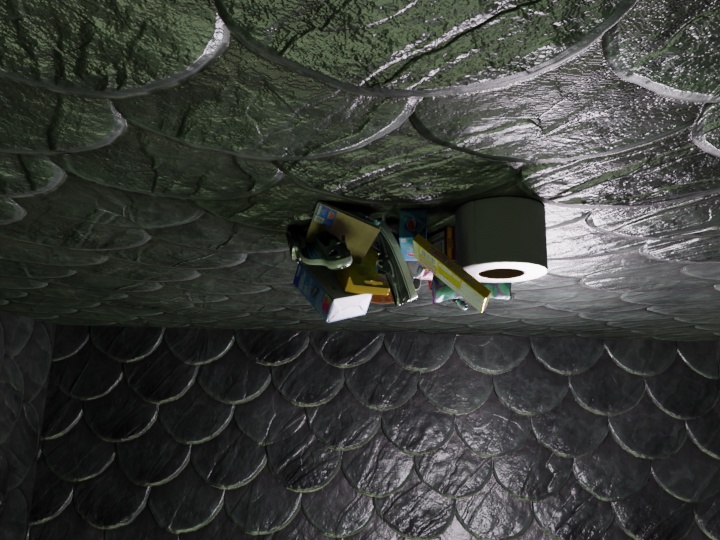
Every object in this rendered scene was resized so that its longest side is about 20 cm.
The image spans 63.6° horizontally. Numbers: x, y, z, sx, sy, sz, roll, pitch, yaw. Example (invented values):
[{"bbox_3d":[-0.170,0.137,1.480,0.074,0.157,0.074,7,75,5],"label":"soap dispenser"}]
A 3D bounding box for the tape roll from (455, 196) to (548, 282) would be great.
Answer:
[{"bbox_3d":[0.306,-0.061,1.271,0.197,0.143,0.203,1,168,0],"label":"tape roll"}]

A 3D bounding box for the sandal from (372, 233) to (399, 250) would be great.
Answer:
[{"bbox_3d":[0.059,-0.070,1.475,0.075,0.044,0.198,-8,164,36],"label":"sandal"}]

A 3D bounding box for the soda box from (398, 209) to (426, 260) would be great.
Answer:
[{"bbox_3d":[0.126,-0.079,1.371,0.062,0.070,0.200,1,167,6],"label":"soda box"}]

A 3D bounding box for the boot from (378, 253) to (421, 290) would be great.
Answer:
[{"bbox_3d":[0.069,0.008,1.677,0.198,0.074,0.143,25,160,-32],"label":"boot"}]

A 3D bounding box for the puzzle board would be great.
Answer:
[{"bbox_3d":[-0.044,-0.086,1.343,0.148,0.018,0.200,23,154,-4],"label":"puzzle board"}]

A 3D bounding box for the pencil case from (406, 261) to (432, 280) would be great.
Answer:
[{"bbox_3d":[0.218,-0.019,1.565,0.196,0.092,0.083,7,-150,-33],"label":"pencil case"}]

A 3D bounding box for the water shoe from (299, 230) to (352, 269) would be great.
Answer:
[{"bbox_3d":[-0.081,-0.055,1.351,0.070,0.081,0.198,-18,-163,-32],"label":"water shoe"}]

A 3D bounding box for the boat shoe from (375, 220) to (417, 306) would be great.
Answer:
[{"bbox_3d":[0.069,-0.014,1.374,0.067,0.204,0.072,-23,-169,-6],"label":"boat shoe"}]

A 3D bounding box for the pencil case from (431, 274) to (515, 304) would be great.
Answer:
[{"bbox_3d":[0.270,0.034,1.408,0.195,0.086,0.094,-2,123,10],"label":"pencil case"}]

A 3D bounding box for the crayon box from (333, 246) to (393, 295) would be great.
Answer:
[{"bbox_3d":[0.000,0.000,1.472,0.124,0.201,0.052,6,122,-25],"label":"crayon box"}]

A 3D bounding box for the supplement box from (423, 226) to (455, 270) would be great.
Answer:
[{"bbox_3d":[0.268,-0.041,1.476,0.196,0.088,0.110,9,164,-28],"label":"supplement box"}]

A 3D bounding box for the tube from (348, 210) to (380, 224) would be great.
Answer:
[{"bbox_3d":[-0.023,-0.096,1.378,0.076,0.052,0.200,14,160,-17],"label":"tube"}]

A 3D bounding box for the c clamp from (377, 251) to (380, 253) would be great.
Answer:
[{"bbox_3d":[0.129,-0.033,1.658,0.167,0.028,0.199,-6,164,28],"label":"c clamp"}]

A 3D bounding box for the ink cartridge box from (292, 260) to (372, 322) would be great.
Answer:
[{"bbox_3d":[-0.080,0.034,1.491,0.134,0.200,0.077,-7,131,-40],"label":"ink cartridge box"}]

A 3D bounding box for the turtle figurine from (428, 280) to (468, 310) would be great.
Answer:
[{"bbox_3d":[0.272,0.045,1.701,0.099,0.153,0.199,-8,161,-40],"label":"turtle figurine"}]

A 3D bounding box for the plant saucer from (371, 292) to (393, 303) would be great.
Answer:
[{"bbox_3d":[0.020,0.045,1.629,0.195,0.038,0.201,10,162,3],"label":"plant saucer"}]

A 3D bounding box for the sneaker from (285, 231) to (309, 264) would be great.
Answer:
[{"bbox_3d":[-0.142,-0.063,1.506,0.078,0.076,0.200,-12,171,3],"label":"sneaker"}]

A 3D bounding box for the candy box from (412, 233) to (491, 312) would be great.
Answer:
[{"bbox_3d":[0.193,0.006,1.249,0.199,0.026,0.102,41,171,18],"label":"candy box"}]
